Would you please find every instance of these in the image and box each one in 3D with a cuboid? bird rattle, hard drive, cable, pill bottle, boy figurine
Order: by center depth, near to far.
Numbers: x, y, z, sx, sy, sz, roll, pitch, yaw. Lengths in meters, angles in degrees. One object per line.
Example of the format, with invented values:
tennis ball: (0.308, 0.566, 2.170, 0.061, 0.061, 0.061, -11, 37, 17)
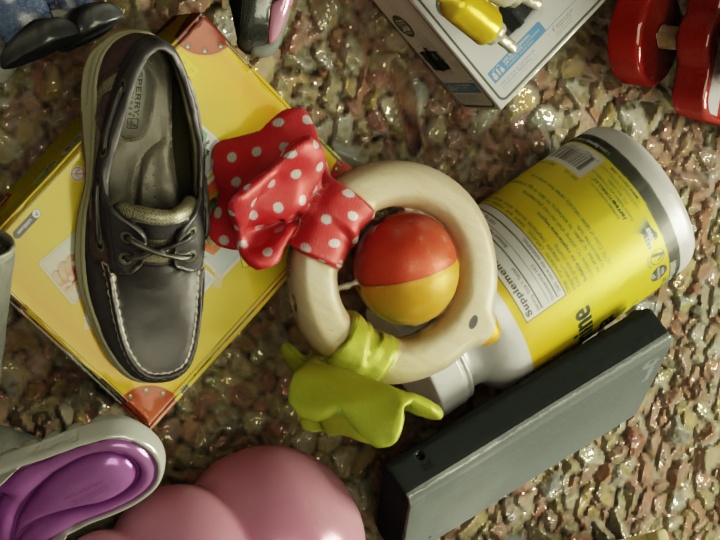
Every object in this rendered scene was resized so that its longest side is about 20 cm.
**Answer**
boy figurine: (-0.202, -0.220, 0.921, 0.124, 0.064, 0.201, -23, 93, -39)
cable: (0.027, -0.195, 0.942, 0.199, 0.050, 0.098, 11, 91, -39)
bird rattle: (0.000, 0.000, 0.947, 0.162, 0.113, 0.202, -17, 90, -22)
pill bottle: (0.107, 0.004, 1.049, 0.199, 0.112, 0.113, -34, 107, -12)
hard drive: (0.103, 0.107, 1.055, 0.199, 0.140, 0.033, -30, 69, -14)

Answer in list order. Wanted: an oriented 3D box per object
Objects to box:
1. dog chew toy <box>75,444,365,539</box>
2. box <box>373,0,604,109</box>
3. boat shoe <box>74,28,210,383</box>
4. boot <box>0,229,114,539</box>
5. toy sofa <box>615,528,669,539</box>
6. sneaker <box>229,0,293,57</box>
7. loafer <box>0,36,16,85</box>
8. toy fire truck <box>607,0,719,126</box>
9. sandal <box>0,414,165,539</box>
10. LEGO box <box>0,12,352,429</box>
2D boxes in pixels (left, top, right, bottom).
dog chew toy: (-0.096, 0.179, 0.976, 0.199, 0.124, 0.126, -12, 101, -33)
box: (0.053, -0.212, 1.028, 0.117, 0.060, 0.200, -44, 109, -10)
boat shoe: (-0.118, -0.032, 0.902, 0.071, 0.065, 0.202, -4, 99, -21)
boot: (-0.212, 0.061, 0.920, 0.180, 0.073, 0.201, 1, 121, -21)
toy sofa: (0.116, 0.239, 1.109, 0.198, 0.098, 0.083, -9, 75, -19)
sneaker: (-0.089, -0.221, 0.961, 0.095, 0.079, 0.202, -7, 80, -12)
loafer: (-0.294, -0.116, 0.917, 0.198, 0.070, 0.070, -1, 134, -25)
toy fire truck: (0.255, -0.188, 1.083, 0.167, 0.111, 0.202, 5, 95, -57)
sandal: (-0.199, 0.146, 0.909, 0.202, 0.050, 0.082, -35, 123, 16)
LEGO box: (-0.119, -0.032, 0.979, 0.200, 0.077, 0.149, -48, 110, -9)
